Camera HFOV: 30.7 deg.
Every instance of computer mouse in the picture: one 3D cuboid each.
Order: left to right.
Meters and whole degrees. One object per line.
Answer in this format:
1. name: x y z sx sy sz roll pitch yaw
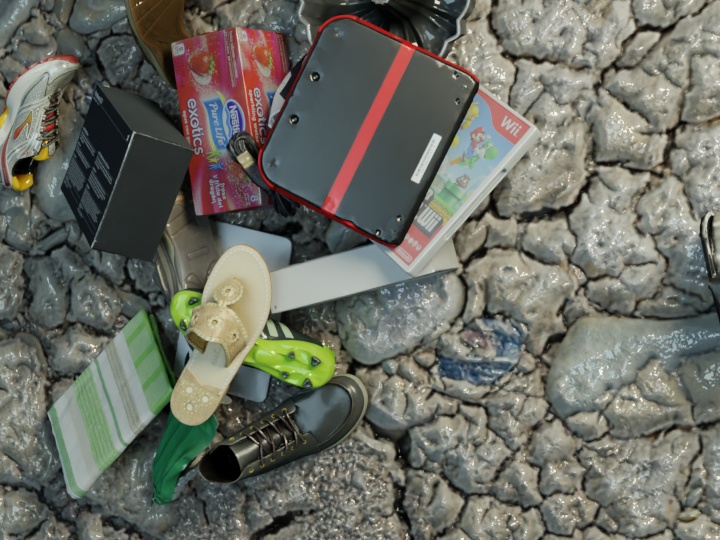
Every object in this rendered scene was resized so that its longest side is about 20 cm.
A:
1. computer mouse: -0.071 -0.165 1.436 0.044 0.110 0.200 -5 49 49

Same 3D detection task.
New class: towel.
1. towel: -0.298 0.163 1.586 0.200 0.031 0.149 -45 46 18

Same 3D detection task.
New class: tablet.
1. tablet: -0.153 0.046 1.554 0.130 0.014 0.200 14 100 22

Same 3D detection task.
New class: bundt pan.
1. bundt pan: 0.036 -0.298 1.406 0.202 0.076 0.202 2 95 23

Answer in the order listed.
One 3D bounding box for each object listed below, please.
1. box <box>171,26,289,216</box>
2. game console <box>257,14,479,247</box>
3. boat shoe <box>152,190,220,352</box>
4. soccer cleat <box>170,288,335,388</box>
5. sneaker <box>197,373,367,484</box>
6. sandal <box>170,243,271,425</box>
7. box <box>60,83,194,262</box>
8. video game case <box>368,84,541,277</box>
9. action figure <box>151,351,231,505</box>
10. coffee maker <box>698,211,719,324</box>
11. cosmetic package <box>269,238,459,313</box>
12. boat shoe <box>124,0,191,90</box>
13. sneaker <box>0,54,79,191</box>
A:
1. box: -0.135 -0.166 1.476 0.095 0.100 0.200 -7 92 30
2. game console: 0.004 -0.147 1.354 0.177 0.031 0.200 26 94 0
3. boat shoe: -0.201 0.004 1.534 0.073 0.074 0.200 -1 103 52
4. soccer cleat: -0.121 0.076 1.487 0.200 0.081 0.068 25 102 2
5. sneaker: -0.086 0.189 1.486 0.200 0.106 0.075 -35 81 22
6. sandal: -0.156 0.078 1.414 0.078 0.070 0.212 23 103 4
7. box: -0.270 -0.115 1.496 0.200 0.079 0.141 47 120 58
8. video game case: 0.076 -0.108 1.384 0.200 0.017 0.143 -48 54 3
9. action figure: -0.209 0.208 1.557 0.200 0.055 0.118 -62 35 32
10. coffee maker: 0.445 0.012 1.245 0.200 0.135 0.192 -13 113 25
11. cosmetic package: 0.000 0.000 1.446 0.200 0.083 0.051 -15 89 23
12. boat shoe: -0.239 -0.288 1.479 0.072 0.200 0.072 35 73 27
13. sneaker: -0.394 -0.183 1.610 0.082 0.078 0.200 43 119 10
